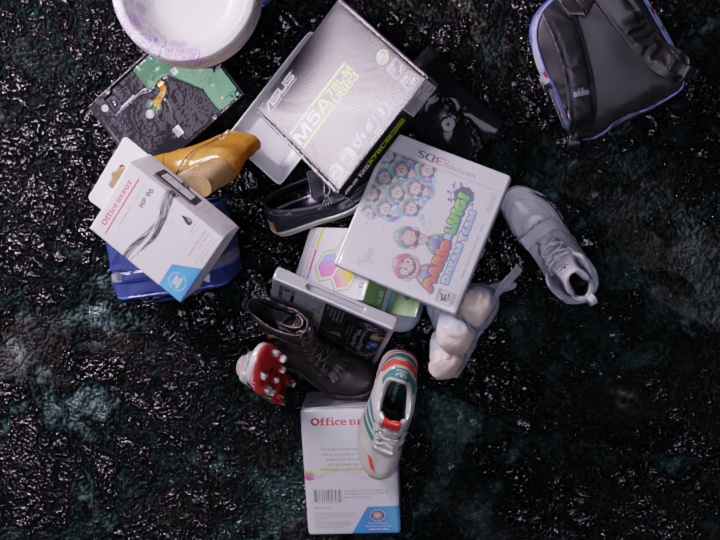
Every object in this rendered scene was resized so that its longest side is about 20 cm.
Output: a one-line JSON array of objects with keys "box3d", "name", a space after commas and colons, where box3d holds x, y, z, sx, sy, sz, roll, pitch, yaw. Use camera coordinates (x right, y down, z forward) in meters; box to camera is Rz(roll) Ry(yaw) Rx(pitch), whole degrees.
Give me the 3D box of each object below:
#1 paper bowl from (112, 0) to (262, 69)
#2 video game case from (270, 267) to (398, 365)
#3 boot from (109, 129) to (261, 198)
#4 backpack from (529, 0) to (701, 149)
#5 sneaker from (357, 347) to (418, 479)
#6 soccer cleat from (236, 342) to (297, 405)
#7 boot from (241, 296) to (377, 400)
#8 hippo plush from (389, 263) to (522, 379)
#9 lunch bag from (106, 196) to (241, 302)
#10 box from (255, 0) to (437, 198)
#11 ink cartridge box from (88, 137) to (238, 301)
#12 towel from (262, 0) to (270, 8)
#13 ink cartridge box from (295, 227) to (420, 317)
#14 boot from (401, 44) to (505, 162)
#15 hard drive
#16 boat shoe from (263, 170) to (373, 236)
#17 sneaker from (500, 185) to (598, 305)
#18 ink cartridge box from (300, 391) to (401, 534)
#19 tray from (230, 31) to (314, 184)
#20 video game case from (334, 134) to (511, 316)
[{"box3d": [-0.232, -0.379, 1.357, 0.196, 0.104, 0.205, 0, 93, 2], "name": "paper bowl"}, {"box3d": [-0.045, 0.069, 1.423, 0.179, 0.200, 0.024, 23, 69, 1], "name": "video game case"}, {"box3d": [-0.248, -0.148, 1.420, 0.198, 0.144, 0.072, 0, 120, 28], "name": "boot"}, {"box3d": [0.319, -0.295, 1.327, 0.198, 0.154, 0.193, -28, 106, 4], "name": "backpack"}, {"box3d": [0.035, 0.216, 1.395, 0.069, 0.094, 0.203, 14, 108, 1], "name": "sneaker"}, {"box3d": [-0.148, 0.146, 1.448, 0.084, 0.200, 0.069, 24, 75, 14], "name": "soccer cleat"}, {"box3d": [-0.071, 0.112, 1.422, 0.197, 0.175, 0.070, 20, 70, 14], "name": "boot"}, {"box3d": [0.110, 0.035, 1.394, 0.159, 0.160, 0.201, 32, 77, 13], "name": "hippo plush"}, {"box3d": [-0.278, -0.023, 1.447, 0.196, 0.136, 0.135, -9, 100, 10], "name": "lunch bag"}, {"box3d": [-0.023, -0.236, 1.361, 0.193, 0.047, 0.201, 46, 103, 24], "name": "box"}, {"box3d": [-0.278, -0.070, 1.328, 0.199, 0.068, 0.117, 38, 110, 1], "name": "ink cartridge box"}, {"box3d": [-0.204, -0.453, 1.412, 0.146, 0.024, 0.201, -35, 96, 12], "name": "towel"}, {"box3d": [0.000, 0.000, 1.393, 0.198, 0.059, 0.106, 5, 72, 42], "name": "ink cartridge box"}, {"box3d": [0.087, -0.192, 1.407, 0.200, 0.076, 0.169, -42, 91, 6], "name": "boot"}, {"box3d": [-0.281, -0.249, 1.453, 0.199, 0.038, 0.140, -39, 95, 12], "name": "hard drive"}, {"box3d": [-0.052, -0.113, 1.435, 0.197, 0.075, 0.063, -21, 136, 13], "name": "boat shoe"}, {"box3d": [0.272, -0.033, 1.401, 0.075, 0.115, 0.201, -38, 96, 11], "name": "sneaker"}, {"box3d": [-0.012, 0.288, 1.510, 0.142, 0.085, 0.204, -2, 102, 5], "name": "ink cartridge box"}, {"box3d": [-0.095, -0.235, 1.445, 0.107, 0.022, 0.201, 40, 102, -2], "name": "tray"}, {"box3d": [0.083, -0.065, 1.333, 0.179, 0.024, 0.203, 22, 82, 12], "name": "video game case"}]
